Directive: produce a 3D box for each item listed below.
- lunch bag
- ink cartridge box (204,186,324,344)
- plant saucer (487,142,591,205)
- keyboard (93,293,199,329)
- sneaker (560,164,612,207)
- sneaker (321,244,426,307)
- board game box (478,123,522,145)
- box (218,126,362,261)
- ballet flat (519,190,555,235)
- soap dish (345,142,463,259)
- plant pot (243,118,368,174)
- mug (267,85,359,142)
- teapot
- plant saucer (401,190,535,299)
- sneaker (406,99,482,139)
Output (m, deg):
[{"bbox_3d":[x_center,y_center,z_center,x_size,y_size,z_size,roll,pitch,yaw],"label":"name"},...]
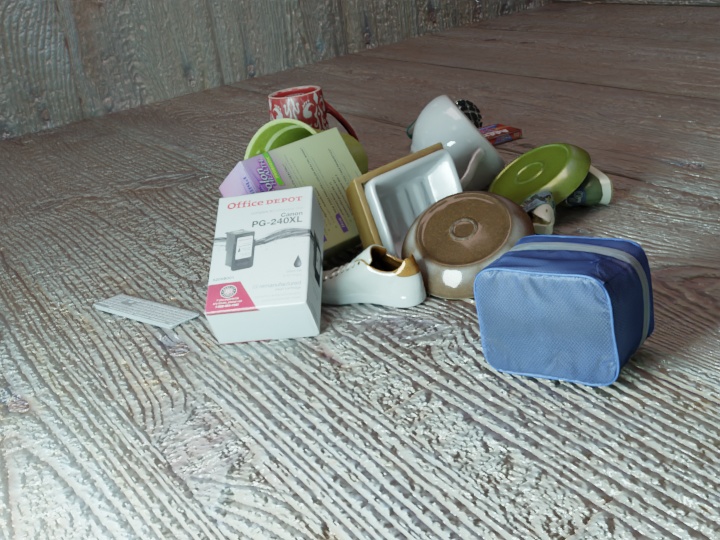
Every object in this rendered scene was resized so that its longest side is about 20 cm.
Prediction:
[{"bbox_3d":[0.231,0.039,1.119,0.198,0.138,0.132,7,25,38],"label":"lunch bag"},{"bbox_3d":[-0.128,-0.010,1.343,0.142,0.084,0.203,-6,54,9],"label":"ink cartridge box"},{"bbox_3d":[0.287,-0.153,1.621,0.198,0.031,0.201,-30,24,15],"label":"plant saucer"},{"bbox_3d":[-0.327,0.059,1.477,0.198,0.011,0.056,10,29,41],"label":"keyboard"},{"bbox_3d":[0.344,-0.157,1.664,0.088,0.068,0.200,-9,23,-15],"label":"sneaker"},{"bbox_3d":[0.000,0.000,1.390,0.197,0.086,0.073,1,24,29],"label":"sneaker"},{"bbox_3d":[0.239,-0.280,2.096,0.197,0.020,0.103,-18,24,-21],"label":"board game box"},{"bbox_3d":[-0.089,-0.103,1.533,0.198,0.178,0.096,-25,-7,-37],"label":"box"},{"bbox_3d":[0.249,-0.057,1.459,0.199,0.075,0.074,-36,32,-32],"label":"ballet flat"},{"bbox_3d":[0.075,-0.094,1.516,0.198,0.160,0.081,-26,10,-37],"label":"soap dish"},{"bbox_3d":[-0.082,-0.179,1.769,0.197,0.204,0.183,4,13,30],"label":"plant pot"},{"bbox_3d":[-0.102,-0.261,1.935,0.132,0.203,0.177,7,26,38],"label":"mug"},{"bbox_3d":[0.159,-0.208,1.772,0.146,0.198,0.200,-42,-20,11],"label":"teapot"},{"bbox_3d":[0.150,-0.049,1.396,0.197,0.037,0.203,-10,47,11],"label":"plant saucer"},{"bbox_3d":[0.188,-0.332,2.178,0.197,0.079,0.079,-14,2,-31],"label":"sneaker"}]
